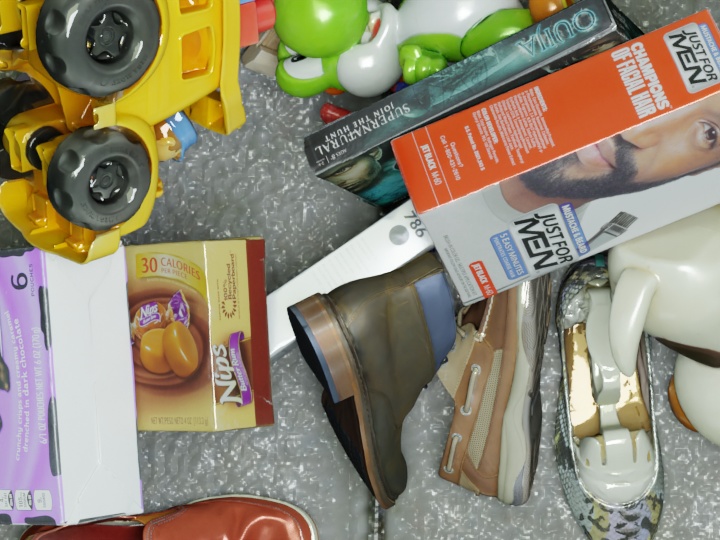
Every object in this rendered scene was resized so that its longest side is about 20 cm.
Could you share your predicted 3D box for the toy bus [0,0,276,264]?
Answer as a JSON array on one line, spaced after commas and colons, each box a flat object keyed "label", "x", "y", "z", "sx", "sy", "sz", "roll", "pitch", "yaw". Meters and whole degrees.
[{"label": "toy bus", "x": -0.127, "y": -0.125, "z": 1.406, "sx": 0.192, "sy": 0.136, "sz": 0.200, "roll": -16, "pitch": 118, "yaw": -34}]

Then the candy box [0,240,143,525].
[{"label": "candy box", "x": -0.233, "y": 0.072, "z": 1.496, "sx": 0.200, "sy": 0.071, "sz": 0.168, "roll": -5, "pitch": 90, "yaw": 41}]

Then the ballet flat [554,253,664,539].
[{"label": "ballet flat", "x": 0.159, "y": 0.089, "z": 1.549, "sx": 0.072, "sy": 0.072, "sz": 0.201, "roll": -6, "pitch": 90, "yaw": 0}]

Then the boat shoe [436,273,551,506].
[{"label": "boat shoe", "x": 0.080, "y": 0.057, "z": 1.526, "sx": 0.072, "sy": 0.076, "sz": 0.200, "roll": 7, "pitch": 111, "yaw": 11}]

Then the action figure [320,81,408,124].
[{"label": "action figure", "x": 0.084, "y": -0.082, "z": 1.559, "sx": 0.200, "sy": 0.099, "sz": 0.065, "roll": 23, "pitch": 93, "yaw": 23}]

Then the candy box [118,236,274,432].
[{"label": "candy box", "x": -0.143, "y": 0.041, "z": 1.499, "sx": 0.200, "sy": 0.056, "sz": 0.117, "roll": -2, "pitch": 91, "yaw": 42}]

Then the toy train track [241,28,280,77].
[{"label": "toy train track", "x": -0.012, "y": -0.191, "z": 1.517, "sx": 0.115, "sy": 0.033, "sz": 0.200, "roll": 20, "pitch": 127, "yaw": -29}]

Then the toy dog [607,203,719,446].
[{"label": "toy dog", "x": 0.239, "y": 0.029, "z": 1.500, "sx": 0.139, "sy": 0.200, "sz": 0.194, "roll": 4, "pitch": 47, "yaw": 33}]

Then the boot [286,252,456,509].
[{"label": "boot", "x": 0.026, "y": 0.072, "z": 1.505, "sx": 0.097, "sy": 0.200, "sz": 0.075, "roll": -28, "pitch": 51, "yaw": -8}]

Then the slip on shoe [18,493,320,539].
[{"label": "slip on shoe", "x": -0.126, "y": 0.184, "z": 1.554, "sx": 0.200, "sy": 0.061, "sz": 0.074, "roll": -2, "pitch": 88, "yaw": -1}]

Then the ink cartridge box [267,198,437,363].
[{"label": "ink cartridge box", "x": 0.000, "y": 0.000, "z": 1.535, "sx": 0.200, "sy": 0.099, "sz": 0.039, "roll": -33, "pitch": 86, "yaw": -1}]

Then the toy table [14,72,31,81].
[{"label": "toy table", "x": -0.175, "y": -0.197, "z": 1.506, "sx": 0.200, "sy": 0.184, "sz": 0.117, "roll": -43, "pitch": 105, "yaw": -24}]

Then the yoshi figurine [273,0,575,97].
[{"label": "yoshi figurine", "x": 0.029, "y": -0.161, "z": 1.461, "sx": 0.200, "sy": 0.112, "sz": 0.112, "roll": -16, "pitch": 102, "yaw": 19}]

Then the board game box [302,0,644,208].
[{"label": "board game box", "x": 0.076, "y": -0.098, "z": 1.444, "sx": 0.200, "sy": 0.135, "sz": 0.028, "roll": -26, "pitch": 75, "yaw": 15}]

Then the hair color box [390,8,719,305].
[{"label": "hair color box", "x": 0.131, "y": -0.064, "z": 1.407, "sx": 0.200, "sy": 0.111, "sz": 0.064, "roll": -23, "pitch": 55, "yaw": 5}]
